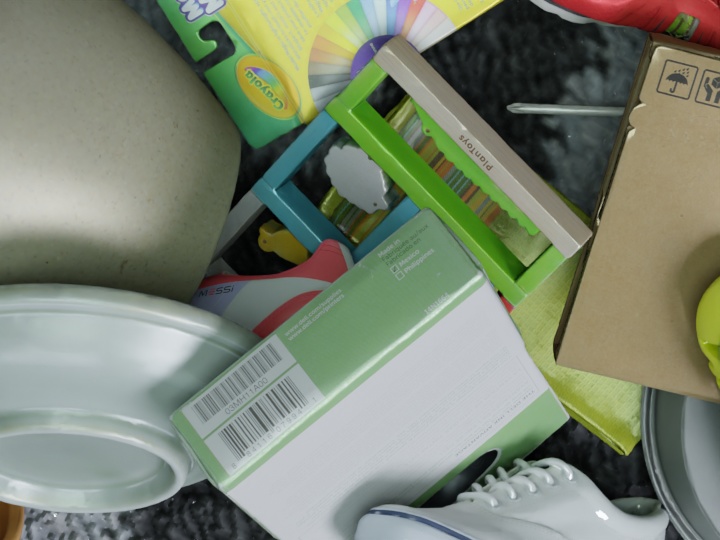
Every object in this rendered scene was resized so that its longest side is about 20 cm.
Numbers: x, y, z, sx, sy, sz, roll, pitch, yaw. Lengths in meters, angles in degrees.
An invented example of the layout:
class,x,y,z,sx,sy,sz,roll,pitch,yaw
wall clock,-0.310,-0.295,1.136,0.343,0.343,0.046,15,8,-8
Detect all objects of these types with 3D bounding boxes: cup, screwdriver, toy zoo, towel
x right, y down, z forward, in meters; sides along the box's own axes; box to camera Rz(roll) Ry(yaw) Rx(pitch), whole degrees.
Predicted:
class,x,y,z,sx,sy,sz,roll,pitch,yaw
cup,-0.138,-0.044,1.156,0.143,0.200,0.201,20,99,-15
screwdriver,0.171,-0.075,1.217,0.199,0.029,0.028,2,99,-5
toy zoo,0.000,0.000,1.202,0.131,0.020,0.200,45,122,2
towel,0.079,0.000,1.239,0.200,0.018,0.086,38,98,-6

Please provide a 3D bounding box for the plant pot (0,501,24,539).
class,x,y,z,sx,sy,sz,roll,pitch,yaw
plant pot,-0.269,0.160,1.191,0.199,0.200,0.141,13,115,-2

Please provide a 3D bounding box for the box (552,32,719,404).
class,x,y,z,sx,sy,sz,roll,pitch,yaw
box,0.205,-0.009,1.173,0.199,0.021,0.164,13,109,-8

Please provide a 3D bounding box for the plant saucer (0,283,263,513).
class,x,y,z,sx,sy,sz,roll,pitch,yaw
plant saucer,-0.129,0.068,1.127,0.199,0.200,0.051,2,65,0

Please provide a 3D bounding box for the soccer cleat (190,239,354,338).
class,x,y,z,sx,sy,sz,roll,pitch,yaw
soccer cleat,-0.082,0.041,1.212,0.199,0.068,0.074,-14,64,30

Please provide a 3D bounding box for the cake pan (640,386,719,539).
class,x,y,z,sx,sy,sz,roll,pitch,yaw
cake pan,0.238,0.072,1.232,0.199,0.037,0.202,-1,100,-4

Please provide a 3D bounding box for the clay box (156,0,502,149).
class,x,y,z,sx,sy,sz,roll,pitch,yaw
clay box,0.004,-0.157,1.199,0.199,0.048,0.115,-31,100,6

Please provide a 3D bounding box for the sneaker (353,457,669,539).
class,x,y,z,sx,sy,sz,roll,pitch,yaw
sneaker,0.073,0.122,1.189,0.073,0.199,0.071,3,80,42

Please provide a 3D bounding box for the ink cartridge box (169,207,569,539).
class,x,y,z,sx,sy,sz,roll,pitch,yaw
ink cartridge box,0.011,0.066,1.138,0.145,0.200,0.048,-40,65,-1

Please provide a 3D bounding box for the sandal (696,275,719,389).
class,x,y,z,sx,sy,sz,roll,pitch,yaw
sandal,0.210,0.096,1.158,0.079,0.087,0.201,-25,116,10

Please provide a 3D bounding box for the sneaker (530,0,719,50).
class,x,y,z,sx,sy,sz,roll,pitch,yaw
sneaker,0.159,-0.137,1.156,0.199,0.085,0.077,14,95,-25

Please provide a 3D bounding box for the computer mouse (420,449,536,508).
class,x,y,z,sx,sy,sz,roll,pitch,yaw
computer mouse,0.057,0.160,1.251,0.140,0.046,0.201,25,99,-3
